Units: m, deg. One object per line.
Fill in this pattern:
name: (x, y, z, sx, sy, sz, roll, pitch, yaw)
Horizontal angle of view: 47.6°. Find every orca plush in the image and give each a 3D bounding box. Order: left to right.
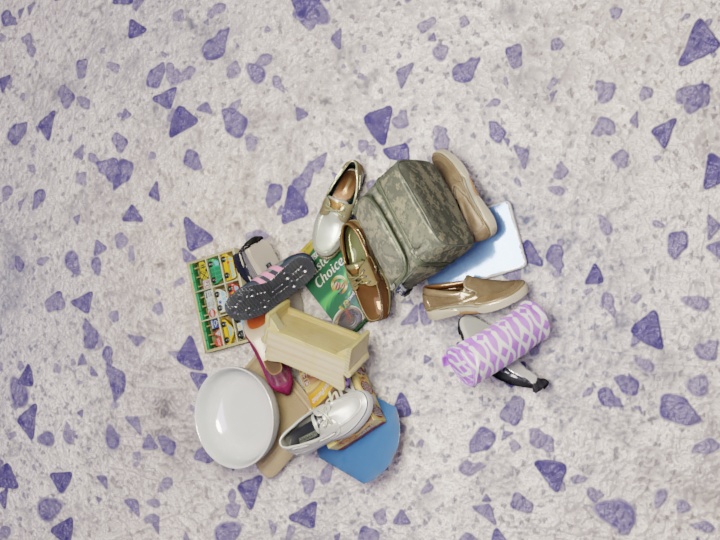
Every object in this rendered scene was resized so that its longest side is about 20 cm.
orca plush: (0.257, 0.166, 1.517, 0.198, 0.072, 0.105, 29, 54, 16)

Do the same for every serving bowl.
serving bowl: (-0.238, 0.292, 1.644, 0.198, 0.066, 0.203, -1, 88, 30)

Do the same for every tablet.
tablet: (0.207, -0.042, 1.557, 0.198, 0.014, 0.132, -17, 81, 21)

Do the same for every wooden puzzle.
wooden puzzle: (-0.187, 0.291, 1.682, 0.200, 0.037, 0.185, 45, 103, 21)

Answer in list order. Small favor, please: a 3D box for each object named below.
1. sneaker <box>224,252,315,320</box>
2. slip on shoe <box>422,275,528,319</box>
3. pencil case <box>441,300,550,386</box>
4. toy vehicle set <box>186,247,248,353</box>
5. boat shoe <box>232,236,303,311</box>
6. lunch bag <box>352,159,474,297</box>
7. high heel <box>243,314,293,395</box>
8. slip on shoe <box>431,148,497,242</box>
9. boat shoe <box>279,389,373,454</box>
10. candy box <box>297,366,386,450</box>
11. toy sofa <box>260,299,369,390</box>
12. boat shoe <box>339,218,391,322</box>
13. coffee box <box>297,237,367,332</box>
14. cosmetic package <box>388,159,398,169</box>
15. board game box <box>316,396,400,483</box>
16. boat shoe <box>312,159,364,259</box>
sneaker: (-0.175, 0.031, 1.611, 0.198, 0.082, 0.071, -28, 105, 4)
slip on shoe: (0.209, 0.039, 1.511, 0.198, 0.076, 0.061, -12, 107, 27)
pencil case: (0.245, 0.125, 1.448, 0.085, 0.199, 0.085, 32, 143, 49)
toy vehicle set: (-0.295, 0.065, 1.743, 0.123, 0.026, 0.203, -17, 82, 20)
boat shoe: (-0.192, 0.029, 1.691, 0.092, 0.074, 0.202, -18, 98, 55)
lunch bag: (0.086, -0.076, 1.480, 0.167, 0.139, 0.202, -39, 72, 36)
high heel: (-0.189, 0.160, 1.660, 0.067, 0.097, 0.201, -18, 52, -3)
slip on shoe: (0.179, -0.139, 1.527, 0.060, 0.076, 0.202, -25, 74, -14)
boat shoe: (-0.065, 0.287, 1.523, 0.199, 0.065, 0.074, -38, 60, 17)
candy box: (-0.042, 0.233, 1.598, 0.115, 0.055, 0.202, -35, 60, 18)
toy sofa: (-0.086, 0.140, 1.560, 0.198, 0.083, 0.099, 19, 119, 21)
boat shoe: (0.000, 0.000, 1.553, 0.075, 0.074, 0.203, -20, 80, 28)
coffee box: (-0.043, 0.020, 1.636, 0.123, 0.044, 0.201, -42, 74, 15)
cosmetic package: (0.078, -0.108, 1.584, 0.082, 0.050, 0.203, 14, 93, 31)
board game box: (0.000, 0.320, 1.607, 0.198, 0.039, 0.160, 20, 89, 36)
boat shoe: (-0.047, -0.124, 1.601, 0.074, 0.068, 0.202, 16, 78, 7)
